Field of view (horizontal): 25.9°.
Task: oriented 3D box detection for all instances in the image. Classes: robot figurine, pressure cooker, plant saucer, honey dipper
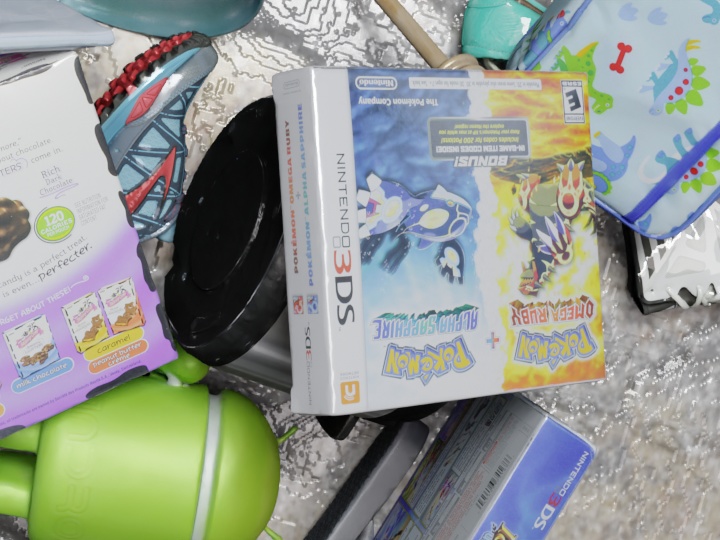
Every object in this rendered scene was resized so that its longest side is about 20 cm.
[{"bbox_3d":[-0.141,0.127,1.004,0.198,0.116,0.177,8,98,-9],"label":"robot figurine"},{"bbox_3d":[-0.001,-0.002,0.976,0.199,0.176,0.180,22,55,-29],"label":"pressure cooker"},{"bbox_3d":[-0.150,-0.204,0.944,0.198,0.200,0.028,20,69,-9],"label":"plant saucer"},{"bbox_3d":[0.029,-0.159,0.998,0.038,0.038,0.201,-34,59,-4],"label":"honey dipper"}]

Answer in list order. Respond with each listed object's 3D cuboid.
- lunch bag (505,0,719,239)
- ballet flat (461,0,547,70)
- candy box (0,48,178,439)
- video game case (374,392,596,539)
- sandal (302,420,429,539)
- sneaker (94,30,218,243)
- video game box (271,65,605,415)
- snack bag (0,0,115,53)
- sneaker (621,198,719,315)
[{"bbox_3d":[0.195,-0.128,0.962,0.160,0.083,0.200,38,120,-10],"label":"lunch bag"},{"bbox_3d":[0.155,-0.124,1.055,0.199,0.067,0.071,25,97,-4],"label":"ballet flat"},{"bbox_3d":[-0.219,-0.012,0.914,0.167,0.071,0.202,-23,114,-19],"label":"candy box"},{"bbox_3d":[0.060,0.171,1.005,0.045,0.181,0.201,32,90,-11],"label":"video game case"},{"bbox_3d":[-0.011,0.188,1.048,0.043,0.076,0.201,37,89,-8],"label":"sandal"},{"bbox_3d":[-0.146,-0.062,1.019,0.095,0.079,0.201,36,97,-20],"label":"sneaker"},{"bbox_3d":[0.048,-0.020,0.874,0.198,0.047,0.184,-4,93,-35],"label":"video game box"},{"bbox_3d":[-0.260,-0.149,0.895,0.187,0.199,0.022,-10,119,-41],"label":"snack bag"},{"bbox_3d":[0.254,0.012,1.084,0.115,0.076,0.201,-39,91,5],"label":"sneaker"}]
